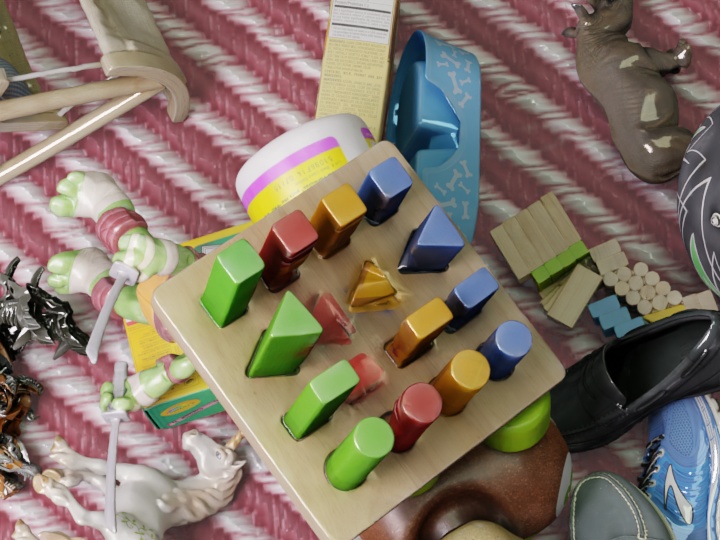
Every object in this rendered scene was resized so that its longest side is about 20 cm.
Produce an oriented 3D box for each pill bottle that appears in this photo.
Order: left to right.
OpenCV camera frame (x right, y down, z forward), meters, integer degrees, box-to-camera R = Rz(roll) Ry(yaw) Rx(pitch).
[{"bbox_3d":[0.000,0.000,1.261,0.104,0.104,0.201,-25,78,-12],"label":"pill bottle"}]

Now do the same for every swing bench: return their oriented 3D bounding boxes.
[{"bbox_3d":[-0.258,-0.194,1.417,0.199,0.130,0.200,-23,69,-11],"label":"swing bench"}]

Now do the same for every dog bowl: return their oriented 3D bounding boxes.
[{"bbox_3d":[0.056,-0.085,1.396,0.049,0.112,0.201,7,67,-13],"label":"dog bowl"}]

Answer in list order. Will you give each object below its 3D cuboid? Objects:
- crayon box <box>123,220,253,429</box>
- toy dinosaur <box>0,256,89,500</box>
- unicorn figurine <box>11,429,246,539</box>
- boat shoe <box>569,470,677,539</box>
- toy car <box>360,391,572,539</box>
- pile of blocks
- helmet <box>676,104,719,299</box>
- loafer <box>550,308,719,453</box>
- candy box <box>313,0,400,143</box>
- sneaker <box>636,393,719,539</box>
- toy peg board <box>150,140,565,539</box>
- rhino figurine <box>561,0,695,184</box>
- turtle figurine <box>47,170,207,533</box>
[{"bbox_3d":[-0.075,0.029,1.353,0.199,0.058,0.119,-17,69,1],"label":"crayon box"},{"bbox_3d":[-0.280,0.061,1.331,0.135,0.102,0.201,-30,99,7],"label":"toy dinosaur"},{"bbox_3d":[-0.160,0.162,1.287,0.137,0.074,0.201,20,42,-3],"label":"unicorn figurine"},{"bbox_3d":[0.175,0.206,1.223,0.073,0.062,0.201,-28,42,17],"label":"boat shoe"},{"bbox_3d":[0.096,0.199,1.222,0.157,0.165,0.201,-22,56,-10],"label":"toy car"},{"bbox_3d":[0.189,0.022,1.382,0.199,0.062,0.082,33,82,20],"label":"pile of blocks"},{"bbox_3d":[0.327,-0.046,1.334,0.190,0.200,0.201,26,69,19],"label":"helmet"},{"bbox_3d":[0.187,0.075,1.301,0.200,0.070,0.068,-26,51,33],"label":"loafer"},{"bbox_3d":[-0.002,-0.153,1.414,0.055,0.116,0.201,7,67,0],"label":"candy box"},{"bbox_3d":[0.221,0.162,1.311,0.088,0.079,0.201,-3,68,-6],"label":"sneaker"},{"bbox_3d":[0.009,0.030,1.141,0.199,0.098,0.200,-34,81,-22],"label":"toy peg board"},{"bbox_3d":[0.219,-0.155,1.453,0.087,0.060,0.201,-20,68,-10],"label":"rhino figurine"},{"bbox_3d":[-0.166,0.027,1.241,0.200,0.144,0.194,-41,50,-12],"label":"turtle figurine"}]
